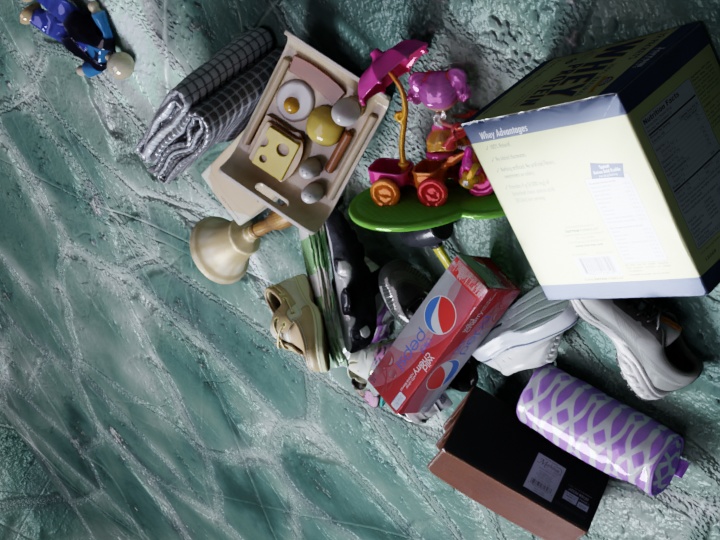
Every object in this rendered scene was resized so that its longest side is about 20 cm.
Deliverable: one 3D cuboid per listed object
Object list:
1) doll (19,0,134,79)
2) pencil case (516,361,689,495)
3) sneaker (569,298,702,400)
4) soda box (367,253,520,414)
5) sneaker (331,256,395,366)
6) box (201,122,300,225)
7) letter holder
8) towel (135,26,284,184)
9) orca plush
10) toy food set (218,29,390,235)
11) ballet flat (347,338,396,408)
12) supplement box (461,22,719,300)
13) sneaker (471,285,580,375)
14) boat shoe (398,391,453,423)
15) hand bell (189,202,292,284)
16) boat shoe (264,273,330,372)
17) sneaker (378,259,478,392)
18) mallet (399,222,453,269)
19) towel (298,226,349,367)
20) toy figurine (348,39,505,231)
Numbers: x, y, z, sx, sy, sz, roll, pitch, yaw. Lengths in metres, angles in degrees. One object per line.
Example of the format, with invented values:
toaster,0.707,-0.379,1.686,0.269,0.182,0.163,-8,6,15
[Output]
doll,-0.405,-0.338,1.777,0.200,0.048,0.137,34,136,15
pencil case,0.275,0.183,1.418,0.200,0.084,0.085,31,178,33
sneaker,0.285,0.044,1.281,0.200,0.074,0.079,51,140,-12
soda box,0.097,0.077,1.441,0.063,0.070,0.200,49,116,30
sneaker,-0.003,0.055,1.659,0.100,0.075,0.200,49,141,17
box,-0.121,-0.142,1.588,0.095,0.078,0.200,52,148,-2
letter holder,0.188,0.258,1.536,0.200,0.101,0.142,30,148,2
towel,-0.184,-0.199,1.531,0.086,0.166,0.200,47,149,-4
orca plush,0.000,0.000,1.560,0.105,0.071,0.200,113,146,-77
toy food set,-0.069,-0.160,1.435,0.143,0.060,0.200,33,115,7
ballet flat,0.017,0.131,1.614,0.071,0.069,0.200,24,158,2
supplement box,0.238,-0.093,1.128,0.200,0.134,0.200,-4,119,53
sneaker,0.205,0.070,1.416,0.071,0.073,0.200,32,153,-14
boat shoe,0.073,0.166,1.600,0.072,0.066,0.200,54,177,-6
hand bell,-0.143,-0.059,1.716,0.200,0.104,0.104,-25,102,46
boat shoe,-0.083,0.073,1.576,0.200,0.066,0.074,-116,16,-63
sneaker,0.093,0.073,1.526,0.200,0.066,0.090,58,174,-18
mallet,0.113,0.013,1.493,0.066,0.041,0.200,0,126,50
towel,-0.050,0.027,1.604,0.153,0.023,0.200,171,87,-82
toy figurine,0.071,-0.154,1.309,0.200,0.150,0.184,3,118,24
